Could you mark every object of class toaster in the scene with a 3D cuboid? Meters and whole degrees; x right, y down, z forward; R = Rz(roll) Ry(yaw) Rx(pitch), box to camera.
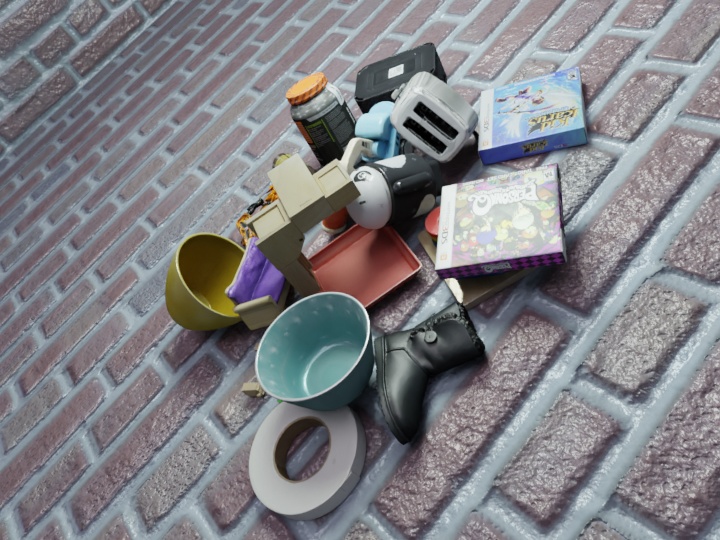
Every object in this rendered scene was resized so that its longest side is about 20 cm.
[{"bbox_3d":[0.150,-0.296,1.128,0.114,0.200,0.129,-48,6,33],"label":"toaster"}]

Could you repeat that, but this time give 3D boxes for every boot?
[{"bbox_3d":[0.111,0.150,0.876,0.168,0.076,0.200,-26,40,17],"label":"boot"},{"bbox_3d":[-0.048,-0.152,1.215,0.075,0.107,0.200,11,28,3],"label":"boot"}]

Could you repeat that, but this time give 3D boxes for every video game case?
[{"bbox_3d":[0.337,-0.307,1.126,0.200,0.045,0.182,-8,53,26],"label":"video game case"},{"bbox_3d":[0.224,-0.079,0.920,0.200,0.036,0.182,-8,53,26],"label":"video game case"}]

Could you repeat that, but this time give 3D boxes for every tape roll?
[{"bbox_3d":[-0.086,0.292,0.912,0.202,0.037,0.203,-16,49,19],"label":"tape roll"}]

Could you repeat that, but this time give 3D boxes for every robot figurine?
[{"bbox_3d":[0.064,-0.155,1.083,0.200,0.150,0.125,-20,59,-26],"label":"robot figurine"},{"bbox_3d":[-0.198,-0.122,1.270,0.200,0.058,0.145,-38,62,12],"label":"robot figurine"}]

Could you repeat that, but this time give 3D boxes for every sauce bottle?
[{"bbox_3d":[-0.137,-0.218,1.331,0.065,0.065,0.200,-44,45,-7],"label":"sauce bottle"}]

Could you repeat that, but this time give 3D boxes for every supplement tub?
[{"bbox_3d":[-0.076,-0.330,1.276,0.122,0.200,0.123,-21,36,16],"label":"supplement tub"}]

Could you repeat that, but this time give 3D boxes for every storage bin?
[{"bbox_3d":[0.096,-0.434,1.341,0.200,0.094,0.135,-14,49,23],"label":"storage bin"}]

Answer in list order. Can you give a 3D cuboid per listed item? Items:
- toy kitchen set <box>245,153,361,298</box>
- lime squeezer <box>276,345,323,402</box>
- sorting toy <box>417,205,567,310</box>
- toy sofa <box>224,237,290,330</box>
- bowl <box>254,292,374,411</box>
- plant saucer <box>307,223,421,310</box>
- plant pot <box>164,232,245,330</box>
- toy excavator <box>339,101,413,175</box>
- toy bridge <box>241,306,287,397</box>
[{"bbox_3d":[-0.091,-0.098,1.075,0.200,0.181,0.163,-34,45,2],"label":"toy kitchen set"},{"bbox_3d":[-0.086,0.148,1.025,0.071,0.038,0.200,-2,65,49],"label":"lime squeezer"},{"bbox_3d":[0.213,-0.064,0.990,0.199,0.070,0.200,-32,45,6],"label":"sorting toy"},{"bbox_3d":[-0.185,0.011,1.125,0.083,0.098,0.200,-16,34,20],"label":"toy sofa"},{"bbox_3d":[-0.057,0.145,0.916,0.200,0.105,0.201,-18,43,17],"label":"bowl"},{"bbox_3d":[0.000,0.000,1.093,0.200,0.037,0.200,-36,45,3],"label":"plant saucer"},{"bbox_3d":[-0.319,0.044,1.165,0.142,0.200,0.200,-39,40,32],"label":"plant pot"},{"bbox_3d":[0.021,-0.269,1.196,0.100,0.200,0.195,8,92,36],"label":"toy excavator"},{"bbox_3d":[-0.169,0.148,1.084,0.067,0.027,0.200,-9,50,25],"label":"toy bridge"}]
